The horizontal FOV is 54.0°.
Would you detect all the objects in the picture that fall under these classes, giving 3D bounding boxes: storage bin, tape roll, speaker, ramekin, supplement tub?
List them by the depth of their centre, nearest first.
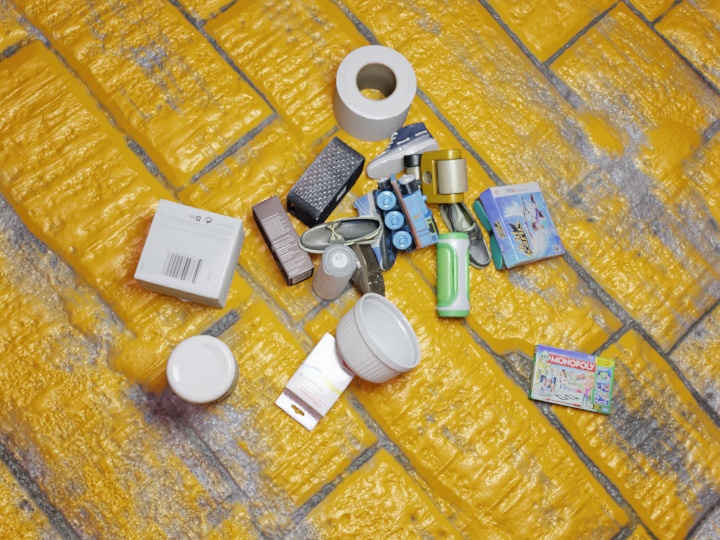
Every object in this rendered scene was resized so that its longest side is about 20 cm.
[{"bbox_3d":[-0.343,0.226,1.561,0.144,0.200,0.145,1,76,-5],"label":"supplement tub"},{"bbox_3d":[0.035,0.163,1.622,0.105,0.200,0.200,-39,81,26],"label":"ramekin"},{"bbox_3d":[-0.063,0.007,1.643,0.081,0.200,0.081,3,72,-9],"label":"speaker"},{"bbox_3d":[0.225,0.011,1.716,0.088,0.088,0.201,0,87,-6],"label":"speaker"},{"bbox_3d":[-0.084,-0.210,1.724,0.094,0.135,0.200,37,76,4],"label":"storage bin"},{"bbox_3d":[0.033,-0.447,1.793,0.202,0.139,0.203,1,76,-5],"label":"tape roll"}]

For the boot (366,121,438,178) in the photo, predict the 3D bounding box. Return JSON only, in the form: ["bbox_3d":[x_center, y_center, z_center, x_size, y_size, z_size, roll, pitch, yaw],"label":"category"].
[{"bbox_3d":[0.094,-0.309,1.811,0.199,0.073,0.090,-22,61,-9],"label":"boot"}]

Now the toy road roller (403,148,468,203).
[{"bbox_3d":[0.207,-0.236,1.737,0.146,0.200,0.123,-13,103,-36],"label":"toy road roller"}]

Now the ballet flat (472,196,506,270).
[{"bbox_3d":[0.350,-0.100,1.783,0.075,0.068,0.201,-14,75,-18],"label":"ballet flat"}]

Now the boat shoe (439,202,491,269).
[{"bbox_3d":[0.266,-0.097,1.769,0.072,0.066,0.201,-27,81,-13],"label":"boat shoe"}]

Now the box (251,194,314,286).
[{"bbox_3d":[-0.187,-0.070,1.700,0.075,0.100,0.200,-25,80,-11],"label":"box"}]

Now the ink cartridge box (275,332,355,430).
[{"bbox_3d":[-0.096,0.261,1.646,0.116,0.068,0.200,37,76,3],"label":"ink cartridge box"}]

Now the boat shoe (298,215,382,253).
[{"bbox_3d":[-0.046,-0.089,1.655,0.201,0.060,0.072,-9,72,-13],"label":"boat shoe"}]

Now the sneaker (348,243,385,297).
[{"bbox_3d":[0.000,0.000,1.726,0.070,0.075,0.201,-7,78,-52],"label":"sneaker"}]

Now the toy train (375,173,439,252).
[{"bbox_3d":[0.111,-0.140,1.687,0.114,0.087,0.200,-21,110,6],"label":"toy train"}]

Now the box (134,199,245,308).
[{"bbox_3d":[-0.394,-0.036,1.655,0.198,0.131,0.201,14,75,-2],"label":"box"}]

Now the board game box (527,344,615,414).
[{"bbox_3d":[0.517,0.267,1.728,0.199,0.029,0.135,12,77,-3],"label":"board game box"}]

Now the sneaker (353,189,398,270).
[{"bbox_3d":[0.038,-0.096,1.753,0.077,0.076,0.201,-14,86,29],"label":"sneaker"}]

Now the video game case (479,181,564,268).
[{"bbox_3d":[0.406,-0.117,1.762,0.181,0.045,0.201,-11,77,-35],"label":"video game case"}]
